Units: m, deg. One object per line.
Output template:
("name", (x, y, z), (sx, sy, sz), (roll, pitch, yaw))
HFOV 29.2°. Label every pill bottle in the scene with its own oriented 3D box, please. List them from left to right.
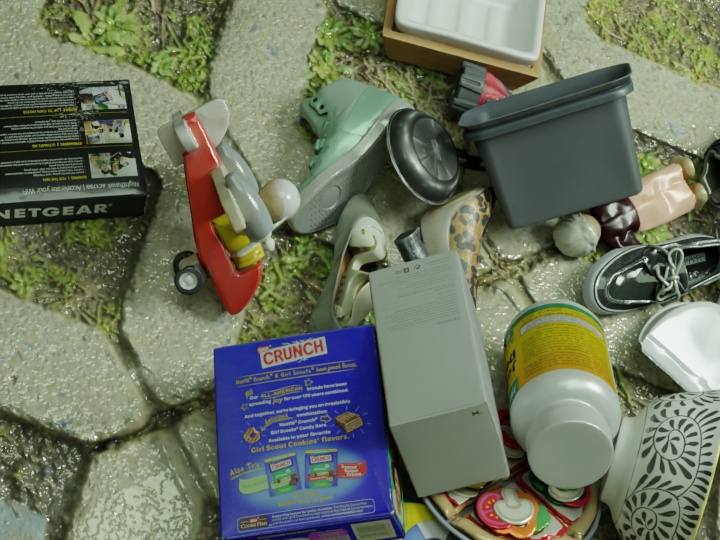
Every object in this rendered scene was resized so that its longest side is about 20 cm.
("pill bottle", (0.205, 0.126, 1.408), (0.112, 0.114, 0.201), (14, 31, -6))

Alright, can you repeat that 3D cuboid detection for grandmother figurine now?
("grandmother figurine", (0.314, -0.065, 1.624), (0.198, 0.061, 0.122), (-21, 75, -22))

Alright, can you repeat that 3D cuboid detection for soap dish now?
("soap dish", (0.127, -0.312, 1.699), (0.198, 0.081, 0.159), (14, 58, -7))

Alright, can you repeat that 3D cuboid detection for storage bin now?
("storage bin", (0.225, -0.138, 1.561), (0.198, 0.146, 0.136), (-15, 103, 12))

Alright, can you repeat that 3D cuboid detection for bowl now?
("bowl", (0.297, 0.203, 1.393), (0.093, 0.202, 0.202), (17, 57, 10))

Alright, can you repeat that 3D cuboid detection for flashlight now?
("flashlight", (0.203, -0.190, 1.663), (0.198, 0.068, 0.068), (17, 73, -9))

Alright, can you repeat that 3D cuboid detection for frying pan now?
("frying pan", (0.099, -0.116, 1.555), (0.189, 0.031, 0.116), (27, 52, -37))

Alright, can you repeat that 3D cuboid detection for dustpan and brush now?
("dustpan and brush", (0.403, 0.067, 1.579), (0.139, 0.057, 0.200), (41, 65, -3))

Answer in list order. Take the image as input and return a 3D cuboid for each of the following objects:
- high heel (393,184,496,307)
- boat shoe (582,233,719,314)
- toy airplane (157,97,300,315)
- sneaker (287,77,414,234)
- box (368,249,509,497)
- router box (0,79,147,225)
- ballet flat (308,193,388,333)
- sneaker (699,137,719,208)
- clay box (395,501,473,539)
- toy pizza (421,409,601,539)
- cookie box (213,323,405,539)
("high heel", (0.121, -0.008, 1.554), (0.200, 0.071, 0.144), (-37, 104, -46))
("boat shoe", (0.347, 0.005, 1.574), (0.198, 0.068, 0.074), (-11, 97, -26))
("toy airplane", (-0.133, -0.081, 1.429), (0.140, 0.200, 0.202), (-6, 61, -7))
("sneaker", (-0.041, -0.134, 1.570), (0.118, 0.074, 0.201), (31, 69, 31))
("box", (0.077, 0.101, 1.374), (0.096, 0.125, 0.201), (-15, 45, 7))
("router box", (-0.339, -0.128, 1.487), (0.198, 0.051, 0.151), (-5, 64, -17))
("ballet flat", (0.000, 0.000, 1.492), (0.067, 0.063, 0.201), (40, 54, -33))
("sneaker", (0.505, -0.094, 1.669), (0.146, 0.077, 0.202), (-27, 61, -38))
("clay box", (0.058, 0.290, 1.355), (0.198, 0.048, 0.116), (7, 57, -12))
("toy pizza", (0.152, 0.209, 1.400), (0.198, 0.032, 0.201), (10, 39, -8))
("cookie box", (-0.051, 0.166, 1.350), (0.169, 0.075, 0.202), (-9, 60, 6))
